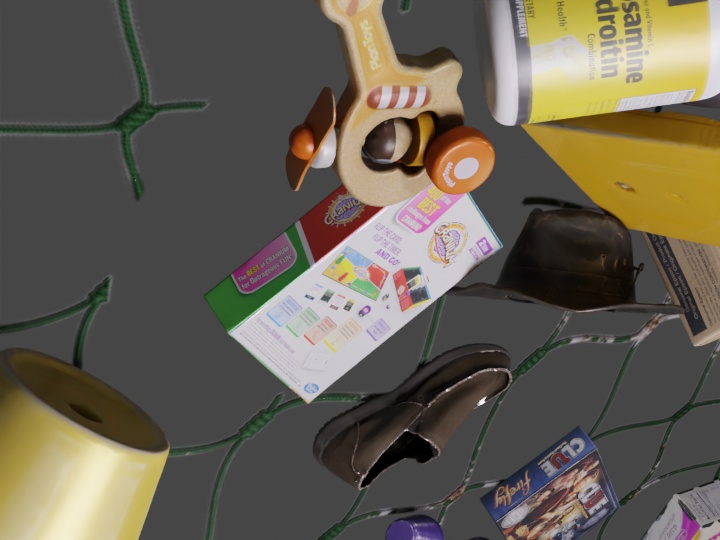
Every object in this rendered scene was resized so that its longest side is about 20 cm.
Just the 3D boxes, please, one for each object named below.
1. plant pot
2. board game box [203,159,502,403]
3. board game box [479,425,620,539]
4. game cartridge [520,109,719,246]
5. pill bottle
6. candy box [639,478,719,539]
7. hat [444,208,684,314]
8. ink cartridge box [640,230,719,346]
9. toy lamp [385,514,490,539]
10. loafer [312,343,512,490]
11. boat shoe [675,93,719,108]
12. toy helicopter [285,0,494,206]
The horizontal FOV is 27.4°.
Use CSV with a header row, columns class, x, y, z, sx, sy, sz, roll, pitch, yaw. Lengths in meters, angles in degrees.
class,x,y,z,sx,sy,sz,roll,pitch,yaw
plant pot,-0.225,0.164,0.967,0.190,0.200,0.200,-58,145,5
board game box,0.000,0.000,1.106,0.200,0.040,0.153,-38,148,1
board game box,0.216,0.260,1.651,0.135,0.035,0.200,-36,148,-2
game cartridge,0.240,-0.067,1.095,0.176,0.199,0.033,38,72,-46
pill bottle,0.176,-0.161,0.949,0.198,0.113,0.112,-8,144,-1
candy box,0.470,0.340,1.976,0.199,0.061,0.137,-10,139,-36
hat,0.170,-0.009,1.200,0.200,0.200,0.082,5,92,-47
ink cartridge box,0.337,-0.043,1.259,0.199,0.166,0.075,-14,164,-31
toy lamp,0.085,0.292,1.543,0.058,0.058,0.200,-44,147,10
loafer,0.057,0.136,1.304,0.199,0.071,0.073,-29,147,-14
boat shoe,0.191,-0.162,1.064,0.199,0.066,0.074,11,122,-23
toy helicopter,0.002,-0.118,0.951,0.131,0.079,0.201,-24,136,-5
